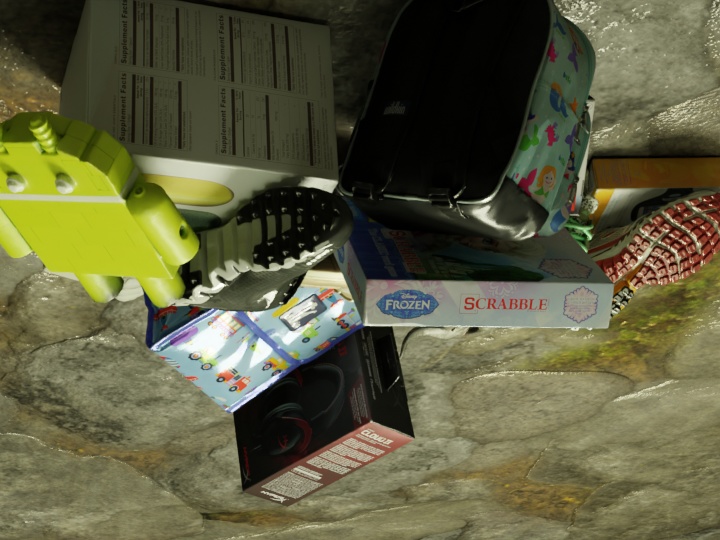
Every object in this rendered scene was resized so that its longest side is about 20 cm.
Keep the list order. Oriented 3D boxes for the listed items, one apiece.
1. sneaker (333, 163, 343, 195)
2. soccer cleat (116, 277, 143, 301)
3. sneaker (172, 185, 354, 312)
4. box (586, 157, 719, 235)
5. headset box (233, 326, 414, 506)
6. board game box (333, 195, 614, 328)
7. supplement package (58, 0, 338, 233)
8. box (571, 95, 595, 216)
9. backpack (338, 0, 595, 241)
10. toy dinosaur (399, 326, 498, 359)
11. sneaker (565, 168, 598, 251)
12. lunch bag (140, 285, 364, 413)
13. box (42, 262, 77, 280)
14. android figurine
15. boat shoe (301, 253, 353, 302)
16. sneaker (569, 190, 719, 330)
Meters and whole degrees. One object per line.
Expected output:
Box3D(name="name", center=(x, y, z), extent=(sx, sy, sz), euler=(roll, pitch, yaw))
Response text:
Box3D(name="sneaker", center=(-0.033, -0.076, 1.315), extent=(0.198, 0.075, 0.082), euler=(-1, 140, -23))
Box3D(name="soccer cleat", center=(-0.186, -0.010, 1.381), extent=(0.077, 0.070, 0.200), euler=(42, 135, -9))
Box3D(name="sneaker", center=(-0.070, -0.012, 1.093), extent=(0.199, 0.067, 0.090), euler=(-21, 152, 37))
Box3D(name="box", center=(0.317, -0.069, 1.404), extent=(0.197, 0.042, 0.119), euler=(-3, 153, -9))
Box3D(name="headset box", center=(-0.036, 0.131, 1.419), extent=(0.199, 0.150, 0.075), euler=(-31, 143, 29))
Box3D(name="board game box", center=(0.083, -0.010, 1.138), extent=(0.197, 0.200, 0.042), euler=(1, 111, -11))
Box3D(name="supplement package", center=(-0.137, -0.111, 1.122), extent=(0.198, 0.152, 0.152), euler=(6, 152, -20))
Box3D(name="box", center=(0.104, -0.107, 1.231), extent=(0.197, 0.035, 0.111), euler=(1, 111, -11))
Box3D(name="backpack", center=(0.093, -0.126, 1.076), extent=(0.176, 0.202, 0.150), euler=(5, 167, 40))
Box3D(name="toy dinosaur", center=(0.127, 0.035, 1.400), extent=(0.200, 0.077, 0.102), euler=(-48, 169, 0))
Box3D(name="sneaker", center=(0.191, -0.033, 1.309), extent=(0.076, 0.201, 0.089), euler=(19, 130, -14))
Box3D(name="lunch bag", center=(-0.089, 0.033, 1.337), extent=(0.198, 0.095, 0.151), euler=(-26, 141, 15))
Box3D(name="box", center=(-0.219, -0.059, 1.299), extent=(0.082, 0.069, 0.199), euler=(16, 146, -34))
Box3D(name="android figurine", center=(-0.209, -0.045, 1.027), extent=(0.180, 0.041, 0.201), euler=(5, 144, 26))
Box3D(name="boat shoe", center=(0.000, 0.000, 1.244), extent=(0.198, 0.072, 0.065), euler=(-2, 132, -22))
Box3D(name="sneaker", center=(0.272, -0.024, 1.372), extent=(0.199, 0.082, 0.078), euler=(-29, 116, 15))
